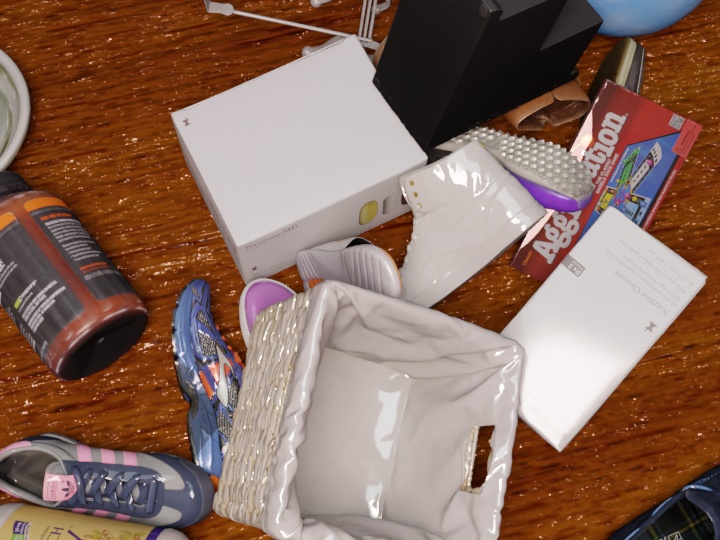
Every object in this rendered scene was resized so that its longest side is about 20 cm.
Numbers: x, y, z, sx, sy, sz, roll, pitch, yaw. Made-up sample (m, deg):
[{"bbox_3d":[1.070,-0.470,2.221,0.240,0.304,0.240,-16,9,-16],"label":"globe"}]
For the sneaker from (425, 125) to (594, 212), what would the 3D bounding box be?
[{"bbox_3d":[0.134,-0.078,0.960,0.200,0.100,0.069,25,36,35],"label":"sneaker"}]

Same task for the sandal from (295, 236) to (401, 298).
[{"bbox_3d":[0.003,0.008,0.895,0.059,0.207,0.079,-22,97,-24],"label":"sandal"}]

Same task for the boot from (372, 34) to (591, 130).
[{"bbox_3d":[0.126,-0.201,1.018,0.199,0.074,0.155,-19,62,-8],"label":"boot"}]

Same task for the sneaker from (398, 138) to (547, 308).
[{"bbox_3d":[0.064,-0.034,0.923,0.200,0.074,0.116,-42,84,23],"label":"sneaker"}]

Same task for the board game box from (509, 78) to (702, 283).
[{"bbox_3d":[0.235,-0.071,0.954,0.103,0.019,0.201,26,100,2],"label":"board game box"}]

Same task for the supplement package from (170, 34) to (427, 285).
[{"bbox_3d":[-0.058,-0.107,0.972,0.199,0.111,0.156,-26,71,-9],"label":"supplement package"}]

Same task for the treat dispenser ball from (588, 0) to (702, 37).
[{"bbox_3d":[0.275,-0.343,1.016,0.200,0.201,0.202,0,69,0],"label":"treat dispenser ball"}]

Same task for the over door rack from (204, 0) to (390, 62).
[{"bbox_3d":[-0.065,-0.313,1.065,0.199,0.067,0.148,14,68,-17],"label":"over door rack"}]

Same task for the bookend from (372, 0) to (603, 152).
[{"bbox_3d":[0.133,-0.228,0.880,0.198,0.200,0.092,-28,73,-23],"label":"bookend"}]

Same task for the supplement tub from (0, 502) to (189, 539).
[{"bbox_3d":[-0.249,0.271,0.808,0.199,0.145,0.146,9,69,2],"label":"supplement tub"}]

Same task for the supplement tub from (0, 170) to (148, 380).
[{"bbox_3d":[-0.296,-0.001,0.932,0.107,0.107,0.200,-37,74,-13],"label":"supplement tub"}]

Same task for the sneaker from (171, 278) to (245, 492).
[{"bbox_3d":[-0.130,0.103,0.921,0.078,0.075,0.201,-10,77,-14],"label":"sneaker"}]

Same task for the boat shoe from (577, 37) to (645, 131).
[{"bbox_3d":[0.259,-0.135,1.007,0.065,0.073,0.201,17,87,-9],"label":"boat shoe"}]

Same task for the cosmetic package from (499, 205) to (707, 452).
[{"bbox_3d":[0.204,0.055,0.902,0.113,0.081,0.200,39,90,12],"label":"cosmetic package"}]

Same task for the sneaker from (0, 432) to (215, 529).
[{"bbox_3d":[-0.228,0.188,0.852,0.199,0.082,0.070,5,90,17],"label":"sneaker"}]

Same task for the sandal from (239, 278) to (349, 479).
[{"bbox_3d":[-0.047,0.093,0.915,0.082,0.050,0.203,-13,73,-39],"label":"sandal"}]

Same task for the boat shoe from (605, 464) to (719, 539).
[{"bbox_3d":[0.303,0.228,0.870,0.200,0.069,0.084,-32,73,-12],"label":"boat shoe"}]

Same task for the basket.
[{"bbox_3d":[0.002,0.134,0.813,0.199,0.161,0.199,20,71,-26],"label":"basket"}]

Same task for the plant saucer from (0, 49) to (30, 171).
[{"bbox_3d":[-0.434,-0.148,1.017,0.199,0.050,0.201,0,69,-1],"label":"plant saucer"}]
